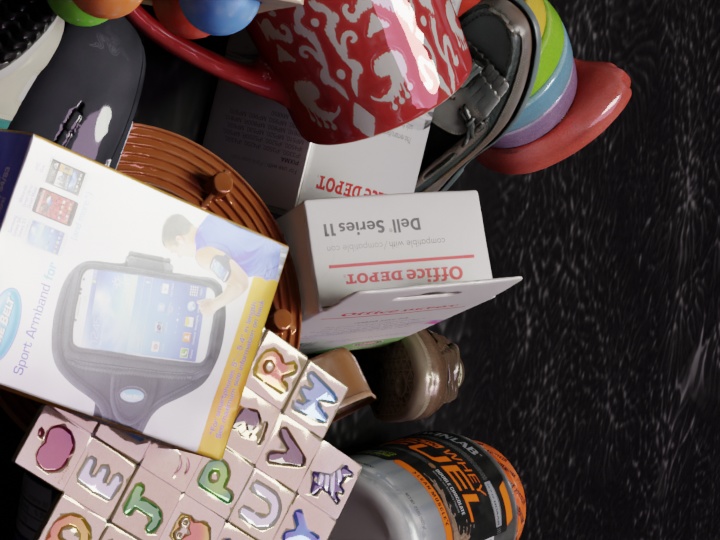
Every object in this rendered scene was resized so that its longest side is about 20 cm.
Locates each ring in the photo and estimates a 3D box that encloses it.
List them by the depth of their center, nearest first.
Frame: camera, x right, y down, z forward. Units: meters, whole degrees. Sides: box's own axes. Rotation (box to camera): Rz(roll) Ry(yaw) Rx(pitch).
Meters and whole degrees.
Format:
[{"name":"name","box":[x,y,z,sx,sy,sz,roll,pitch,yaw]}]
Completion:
[{"name":"ring","box":[-0.120,0.013,1.298,0.200,0.019,0.201,9,71,-27]}]

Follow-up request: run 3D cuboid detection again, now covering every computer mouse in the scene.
[{"name":"computer mouse","box":[-0.142,-0.044,1.259,0.140,0.046,0.200,37,63,-17]}]

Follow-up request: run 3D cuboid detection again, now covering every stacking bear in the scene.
[{"name":"stacking bear","box":[0.084,-0.166,1.645,0.114,0.121,0.200,-49,137,-10]}]

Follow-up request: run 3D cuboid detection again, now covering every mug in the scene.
[{"name":"mug","box":[-0.042,-0.176,1.343,0.134,0.177,0.201,-72,141,-59]}]

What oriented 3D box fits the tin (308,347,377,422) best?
[{"name":"tin","box":[-0.047,0.086,1.477,0.200,0.112,0.042,72,-3,-85]}]

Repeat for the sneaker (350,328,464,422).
[{"name":"sneaker","box":[0.038,0.060,1.586,0.200,0.075,0.071,-158,-108,-76]}]

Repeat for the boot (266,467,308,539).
[{"name":"boot","box":[-0.053,0.206,1.394,0.165,0.065,0.201,35,62,-82]}]

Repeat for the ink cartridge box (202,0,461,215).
[{"name":"ink cartridge box","box":[-0.015,-0.129,1.495,0.147,0.083,0.201,13,92,-62]}]

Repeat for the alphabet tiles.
[{"name":"alphabet tiles","box":[-0.087,0.103,1.273,0.200,0.006,0.167,37,73,-34]}]

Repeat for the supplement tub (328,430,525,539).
[{"name":"supplement tub","box":[0.032,0.181,1.693,0.200,0.122,0.123,-11,113,-61]}]

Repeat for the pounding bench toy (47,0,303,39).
[{"name":"pounding bench toy","box":[-0.131,-0.198,1.148,0.199,0.124,0.157,7,91,-18]}]

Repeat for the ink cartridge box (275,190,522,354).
[{"name":"ink cartridge box","box":[0.000,0.000,1.413,0.117,0.200,0.068,-4,80,-26]}]

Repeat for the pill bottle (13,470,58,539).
[{"name":"pill bottle","box":[-0.134,0.140,1.362,0.120,0.119,0.201,-6,109,-61]}]

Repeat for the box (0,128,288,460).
[{"name":"box","box":[-0.132,0.011,1.191,0.200,0.041,0.120,24,81,-44]}]

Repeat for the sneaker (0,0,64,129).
[{"name":"sneaker","box":[-0.216,-0.065,1.186,0.200,0.070,0.094,-55,164,-37]}]

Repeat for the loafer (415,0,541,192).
[{"name":"loafer","box":[0.053,-0.099,1.582,0.063,0.072,0.200,-30,161,-42]}]
